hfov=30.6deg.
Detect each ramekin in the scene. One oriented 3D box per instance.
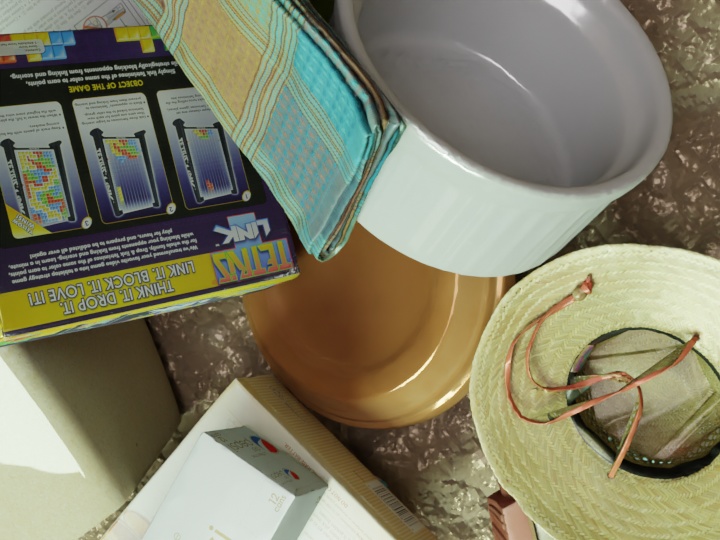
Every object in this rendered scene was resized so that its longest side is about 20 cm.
[{"bbox_3d":[0.064,-0.094,0.736,0.200,0.201,0.098,40,138,5],"label":"ramekin"}]

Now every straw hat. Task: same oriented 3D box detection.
[{"bbox_3d":[0.170,0.073,0.767,0.199,0.085,0.203,2,95,18],"label":"straw hat"}]

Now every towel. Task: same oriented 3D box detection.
[{"bbox_3d":[-0.059,-0.112,0.692,0.022,0.147,0.200,-31,76,-26],"label":"towel"}]

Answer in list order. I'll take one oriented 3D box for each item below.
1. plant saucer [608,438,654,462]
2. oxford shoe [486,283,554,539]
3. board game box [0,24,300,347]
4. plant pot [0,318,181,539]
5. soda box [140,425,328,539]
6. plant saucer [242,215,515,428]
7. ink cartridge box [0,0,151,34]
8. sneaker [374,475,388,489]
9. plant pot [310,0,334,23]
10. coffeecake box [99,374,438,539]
[{"bbox_3d":[0.253,0.104,0.809,0.198,0.027,0.202,2,100,13],"label":"plant saucer"},{"bbox_3d":[0.114,0.101,0.832,0.073,0.071,0.202,-8,98,-6],"label":"oxford shoe"},{"bbox_3d":[-0.146,-0.054,0.764,0.057,0.199,0.167,-18,85,51],"label":"board game box"},{"bbox_3d":[-0.235,0.091,0.853,0.199,0.200,0.177,-35,99,17],"label":"plant pot"},{"bbox_3d":[-0.101,0.192,0.753,0.068,0.064,0.201,31,96,16],"label":"soda box"},{"bbox_3d":[0.000,0.000,0.818,0.199,0.037,0.202,2,94,32],"label":"plant saucer"},{"bbox_3d":[-0.206,-0.153,0.820,0.200,0.044,0.174,-39,125,-6],"label":"ink cartridge box"},{"bbox_3d":[0.006,0.187,0.864,0.199,0.075,0.087,37,100,6],"label":"sneaker"},{"bbox_3d":[-0.063,-0.244,0.765,0.200,0.187,0.188,41,107,17],"label":"plant pot"},{"bbox_3d":[-0.076,0.191,0.816,0.153,0.073,0.200,43,98,13],"label":"coffeecake box"}]
